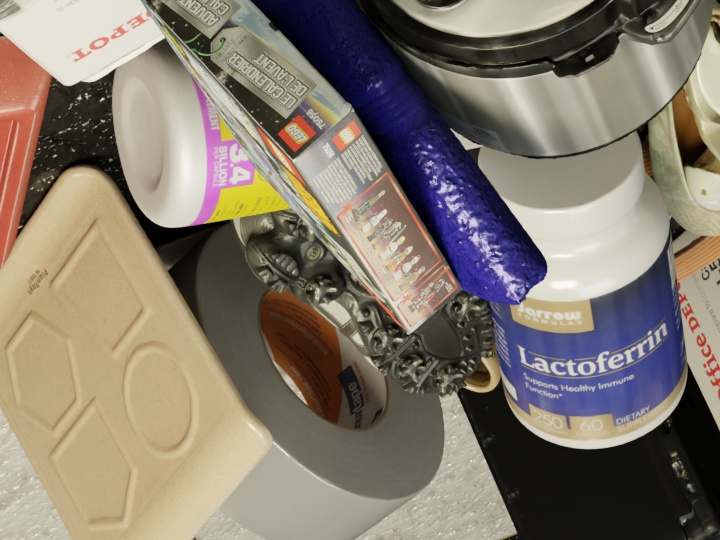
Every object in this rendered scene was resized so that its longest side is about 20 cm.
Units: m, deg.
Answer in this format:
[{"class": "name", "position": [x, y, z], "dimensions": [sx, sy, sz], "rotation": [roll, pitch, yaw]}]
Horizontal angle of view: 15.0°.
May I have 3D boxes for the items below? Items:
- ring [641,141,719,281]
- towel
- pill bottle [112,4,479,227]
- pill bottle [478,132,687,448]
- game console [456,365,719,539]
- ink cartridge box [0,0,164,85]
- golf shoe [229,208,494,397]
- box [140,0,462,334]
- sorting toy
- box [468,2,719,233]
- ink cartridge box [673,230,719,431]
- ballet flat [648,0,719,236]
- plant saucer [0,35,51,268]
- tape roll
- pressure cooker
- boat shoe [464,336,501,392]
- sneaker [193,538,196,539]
[{"class": "ring", "position": [0.178, -0.034, 1.738], "dimensions": [0.200, 0.019, 0.201], "rotation": [-17, 152, -9]}, {"class": "towel", "position": [0.014, -0.069, 1.379], "dimensions": [0.050, 0.200, 0.148], "rotation": [-37, -174, 2]}, {"class": "pill bottle", "position": [-0.027, -0.089, 1.494], "dimensions": [0.200, 0.104, 0.104], "rotation": [-11, 150, -23]}, {"class": "pill bottle", "position": [0.129, 0.002, 1.622], "dimensions": [0.115, 0.116, 0.200], "rotation": [-20, 135, -6]}, {"class": "game console", "position": [0.182, 0.126, 1.925], "dimensions": [0.116, 0.200, 0.176], "rotation": [-36, 150, 25]}, {"class": "ink cartridge box", "position": [-0.132, -0.186, 1.264], "dimensions": [0.144, 0.084, 0.200], "rotation": [-29, 152, 10]}, {"class": "golf shoe", "position": [0.000, 0.000, 1.601], "dimensions": [0.078, 0.094, 0.200], "rotation": [-49, 128, 2]}, {"class": "box", "position": [-0.029, -0.062, 1.314], "dimensions": [0.040, 0.137, 0.200], "rotation": [-41, 151, -4]}, {"class": "sorting toy", "position": [-0.143, 0.065, 1.585], "dimensions": [0.036, 0.200, 0.185], "rotation": [-18, 156, -45]}, {"class": "box", "position": [0.133, -0.078, 1.697], "dimensions": [0.198, 0.050, 0.200], "rotation": [-10, 150, -22]}, {"class": "ink cartridge box", "position": [0.306, 0.003, 1.861], "dimensions": [0.083, 0.147, 0.200], "rotation": [8, 138, -43]}, {"class": "ballet flat", "position": [0.202, -0.085, 1.610], "dimensions": [0.067, 0.062, 0.200], "rotation": [-31, 130, -10]}, {"class": "plant saucer", "position": [-0.263, -0.042, 1.471], "dimensions": [0.199, 0.037, 0.200], "rotation": [-11, 149, -23]}, {"class": "tape roll", "position": [-0.043, 0.068, 1.653], "dimensions": [0.066, 0.201, 0.200], "rotation": [-38, 149, 30]}, {"class": "pressure cooker", "position": [0.083, -0.161, 1.357], "dimensions": [0.175, 0.179, 0.200], "rotation": [-12, 160, 12]}, {"class": "boat shoe", "position": [0.021, 0.004, 1.668], "dimensions": [0.200, 0.065, 0.071], "rotation": [34, 140, -29]}, {"class": "sneaker", "position": [-0.135, 0.111, 1.720], "dimensions": [0.078, 0.140, 0.200], "rotation": [-25, 153, 3]}]
